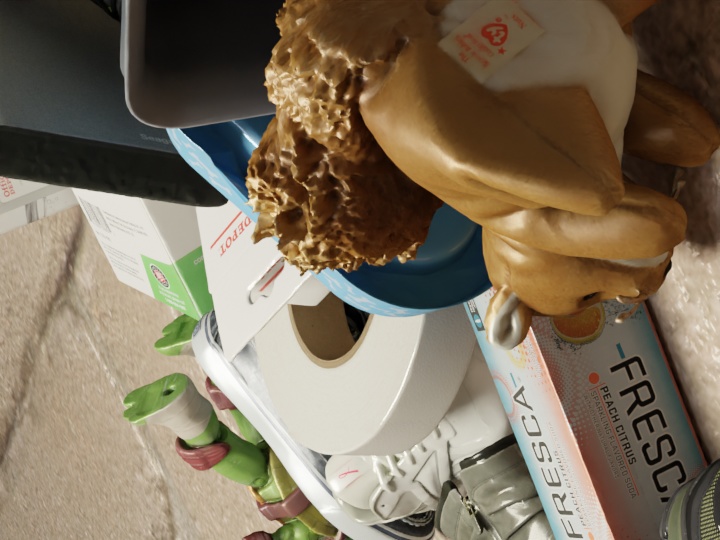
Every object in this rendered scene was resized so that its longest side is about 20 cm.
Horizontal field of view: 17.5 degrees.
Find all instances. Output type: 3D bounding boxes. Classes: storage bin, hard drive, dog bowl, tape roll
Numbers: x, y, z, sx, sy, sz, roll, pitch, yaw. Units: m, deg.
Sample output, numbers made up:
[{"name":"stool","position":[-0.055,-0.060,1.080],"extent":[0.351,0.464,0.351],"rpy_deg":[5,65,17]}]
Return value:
[{"name":"storage bin","position":[-0.024,-0.169,1.042],"extent":[0.146,0.200,0.134],"rpy_deg":[98,156,-53]},{"name":"hard drive","position":[-0.158,-0.105,1.224],"extent":[0.033,0.140,0.200],"rpy_deg":[-65,34,26]},{"name":"dog bowl","position":[-0.013,-0.058,1.100],"extent":[0.200,0.111,0.050],"rpy_deg":[42,158,2]},{"name":"tape roll","position":[0.000,0.000,1.251],"extent":[0.203,0.037,0.203],"rpy_deg":[-12,76,59]}]

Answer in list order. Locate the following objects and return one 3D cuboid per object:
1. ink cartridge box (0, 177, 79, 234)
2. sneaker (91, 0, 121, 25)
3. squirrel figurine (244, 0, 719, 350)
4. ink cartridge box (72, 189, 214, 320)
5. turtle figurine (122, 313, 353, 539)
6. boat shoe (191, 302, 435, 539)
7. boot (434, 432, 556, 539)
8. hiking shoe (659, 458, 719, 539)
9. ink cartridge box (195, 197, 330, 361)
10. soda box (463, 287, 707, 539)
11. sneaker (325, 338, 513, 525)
[{"name":"ink cartridge box","position":[-0.236,-0.109,1.588],"extent":[0.083,0.200,0.147],"rpy_deg":[24,133,61]},{"name":"sneaker","position":[-0.118,-0.149,1.187],"extent":[0.200,0.071,0.083],"rpy_deg":[8,102,30]},{"name":"squirrel figurine","position":[0.053,-0.051,1.002],"extent":[0.187,0.200,0.142],"rpy_deg":[71,-151,-60]},{"name":"ink cartridge box","position":[-0.140,-0.083,1.506],"extent":[0.146,0.084,0.200],"rpy_deg":[24,143,60]},{"name":"turtle figurine","position":[-0.091,0.130,1.528],"extent":[0.200,0.144,0.194],"rpy_deg":[18,147,56]},{"name":"boat shoe","position":[-0.009,0.083,1.428],"extent":[0.200,0.071,0.091],"rpy_deg":[46,121,-3]},{"name":"boot","position":[0.089,0.179,1.284],"extent":[0.131,0.068,0.200],"rpy_deg":[50,145,24]},{"name":"hiking shoe","position":[0.197,0.165,1.007],"extent":[0.200,0.076,0.101],"rpy_deg":[60,161,20]},{"name":"ink cartridge box","position":[-0.034,-0.061,1.209],"extent":[0.116,0.068,0.200],"rpy_deg":[-46,46,47]},{"name":"soda box","position":[0.119,0.084,1.127],"extent":[0.068,0.064,0.200],"rpy_deg":[-11,101,69]},{"name":"sneaker","position":[0.031,0.097,1.299],"extent":[0.078,0.099,0.200],"rpy_deg":[57,157,22]}]
